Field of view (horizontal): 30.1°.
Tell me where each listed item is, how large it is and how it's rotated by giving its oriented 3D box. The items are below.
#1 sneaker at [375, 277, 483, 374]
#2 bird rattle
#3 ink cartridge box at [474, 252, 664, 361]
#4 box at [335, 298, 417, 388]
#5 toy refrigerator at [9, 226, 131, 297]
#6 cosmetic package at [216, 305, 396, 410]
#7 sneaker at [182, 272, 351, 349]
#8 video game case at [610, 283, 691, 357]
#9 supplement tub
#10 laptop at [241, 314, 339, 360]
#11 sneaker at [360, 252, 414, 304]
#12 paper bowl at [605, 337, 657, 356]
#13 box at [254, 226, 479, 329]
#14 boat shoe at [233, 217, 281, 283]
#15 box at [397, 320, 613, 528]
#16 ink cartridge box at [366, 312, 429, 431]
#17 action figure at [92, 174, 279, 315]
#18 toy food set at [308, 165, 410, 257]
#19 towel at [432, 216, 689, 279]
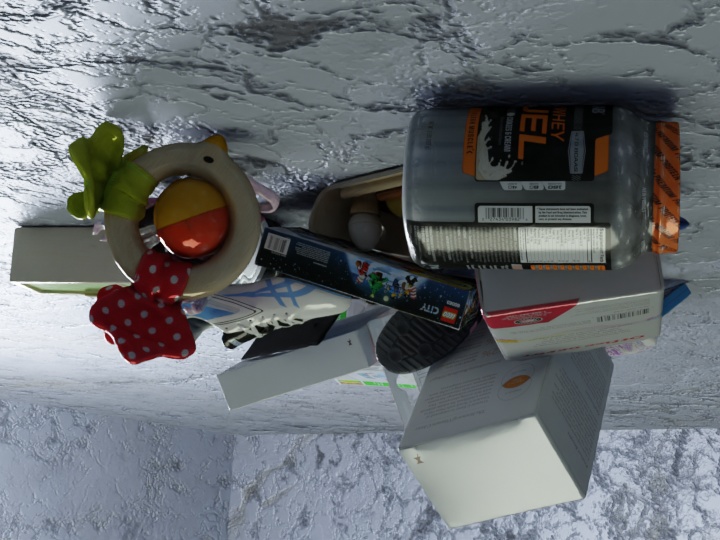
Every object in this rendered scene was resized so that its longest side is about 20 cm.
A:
[{"bbox_3d":[0.099,0.036,1.364,0.200,0.070,0.082,-41,170,-4],"label":"sneaker"},{"bbox_3d":[-0.160,-0.029,1.098,0.162,0.201,0.113,-21,168,-2],"label":"bird rattle"},{"bbox_3d":[0.179,0.012,1.140,0.146,0.086,0.200,-9,166,8],"label":"ink cartridge box"},{"bbox_3d":[0.044,0.103,1.864,0.175,0.097,0.200,4,167,8],"label":"box"},{"bbox_3d":[-0.281,-0.006,1.488,0.198,0.071,0.076,0,167,12],"label":"toy refrigerator"},{"bbox_3d":[-0.051,0.101,1.604,0.199,0.052,0.151,-19,-178,27],"label":"cosmetic package"},{"bbox_3d":[-0.097,0.041,1.318,0.199,0.073,0.072,-4,167,27],"label":"sneaker"},{"bbox_3d":[0.306,0.076,1.651,0.143,0.018,0.200,-35,180,-19],"label":"video game case"},{"bbox_3d":[0.136,-0.061,0.999,0.198,0.124,0.123,0,168,11],"label":"supplement tub"},{"bbox_3d":[-0.010,0.054,1.594,0.199,0.117,0.187,10,167,-31],"label":"laptop"},{"bbox_3d":[0.000,0.000,1.429,0.074,0.080,0.199,11,167,-40],"label":"sneaker"},{"bbox_3d":[0.223,0.032,1.462,0.199,0.105,0.201,3,167,1],"label":"paper bowl"},{"bbox_3d":[0.013,0.005,1.266,0.199,0.038,0.137,18,-176,10],"label":"box"},{"bbox_3d":[-0.101,-0.015,1.411,0.060,0.076,0.200,-3,172,-17],"label":"boat shoe"},{"bbox_3d":[0.146,0.132,1.300,0.152,0.200,0.107,-19,116,30],"label":"box"},{"bbox_3d":[0.119,0.108,1.553,0.199,0.163,0.050,-18,172,-15],"label":"ink cartridge box"},{"bbox_3d":[-0.166,-0.049,1.271,0.134,0.149,0.200,38,-178,-6],"label":"action figure"},{"bbox_3d":[0.068,-0.047,1.233,0.143,0.061,0.199,14,164,-42],"label":"toy food set"},{"bbox_3d":[0.178,-0.022,1.219,0.146,0.024,0.199,8,160,-37],"label":"towel"}]
